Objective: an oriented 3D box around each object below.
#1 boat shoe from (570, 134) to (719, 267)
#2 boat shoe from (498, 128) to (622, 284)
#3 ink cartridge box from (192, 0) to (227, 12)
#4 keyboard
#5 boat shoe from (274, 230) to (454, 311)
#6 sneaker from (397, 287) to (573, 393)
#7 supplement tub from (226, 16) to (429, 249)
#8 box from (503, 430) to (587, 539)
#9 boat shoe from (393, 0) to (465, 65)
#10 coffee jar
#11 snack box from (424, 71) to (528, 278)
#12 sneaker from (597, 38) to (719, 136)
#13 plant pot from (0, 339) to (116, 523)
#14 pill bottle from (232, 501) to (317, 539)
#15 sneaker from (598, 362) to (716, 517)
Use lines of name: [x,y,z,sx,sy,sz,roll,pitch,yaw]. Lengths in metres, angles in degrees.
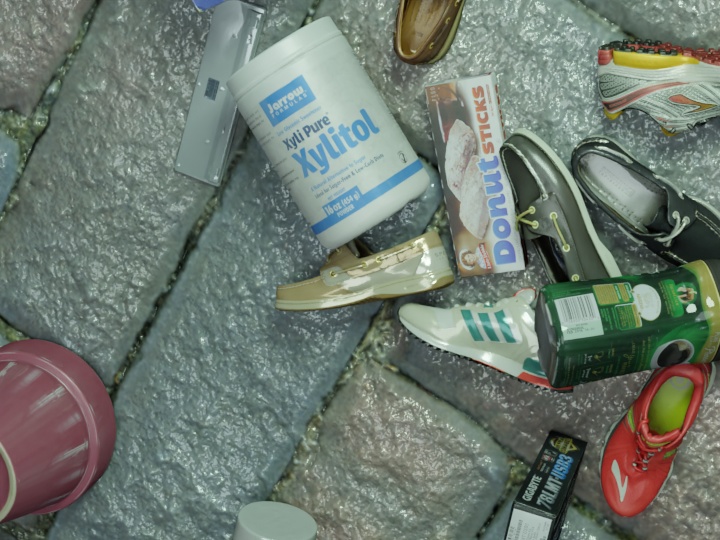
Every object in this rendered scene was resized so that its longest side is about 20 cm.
boat shoe: [0.288,-0.058,1.454,0.200,0.060,0.074,43,110,3]
boat shoe: [0.190,-0.043,1.475,0.060,0.072,0.202,-32,95,-20]
ink cartridge box: [-0.112,-0.376,1.437,0.043,0.199,0.198,-15,103,60]
keyboard: [-0.151,-0.191,1.587,0.056,0.011,0.202,23,110,16]
boat shoe: [0.000,0.000,1.561,0.198,0.074,0.070,-11,89,19]
sneaker: [0.139,0.054,1.537,0.198,0.070,0.094,21,92,13]
supplement tub: [-0.032,-0.136,1.497,0.131,0.132,0.201,-31,94,22]
box: [0.171,0.289,1.508,0.049,0.200,0.200,18,110,12]
boat shoe: [0.079,-0.294,1.454,0.071,0.068,0.202,21,109,11]
coffee jar: [0.269,0.048,1.418,0.198,0.105,0.086,-9,59,-5]
snack box: [0.119,-0.096,1.517,0.071,0.024,0.202,-8,101,18]
sneaker: [0.322,-0.168,1.414,0.198,0.078,0.083,11,112,24]
plant pot: [-0.399,0.197,1.676,0.198,0.179,0.202,4,105,15]
pill bottle: [-0.110,0.368,1.666,0.109,0.110,0.202,16,108,13]
sneaker: [0.290,0.164,1.499,0.076,0.085,0.201,24,110,11]
